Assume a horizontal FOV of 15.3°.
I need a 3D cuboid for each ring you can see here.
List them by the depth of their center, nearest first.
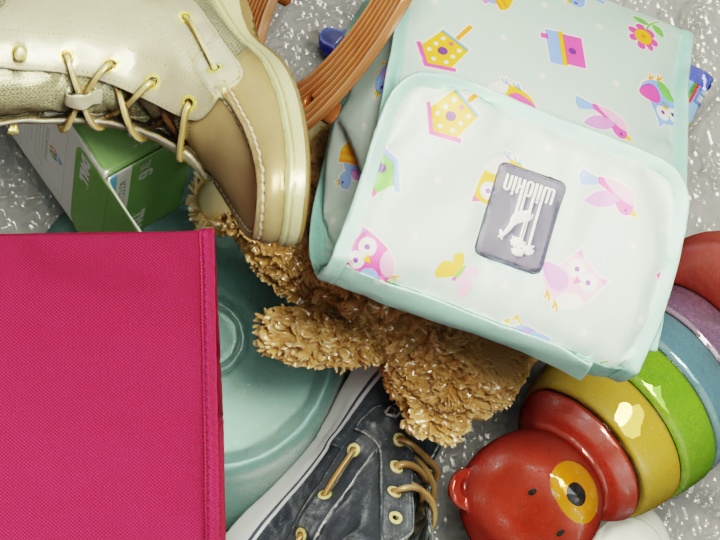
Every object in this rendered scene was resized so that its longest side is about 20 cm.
[{"bbox_3d":[-0.008,-0.143,1.318,0.019,0.200,0.201,28,74,-23],"label":"ring"}]

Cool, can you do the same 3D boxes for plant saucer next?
[{"bbox_3d":[-0.084,0.037,1.418,0.199,0.036,0.201,3,80,-16],"label":"plant saucer"}]

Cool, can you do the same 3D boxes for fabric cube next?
[{"bbox_3d":[-0.162,0.112,1.247,0.198,0.200,0.197,-1,58,-2],"label":"fabric cube"}]

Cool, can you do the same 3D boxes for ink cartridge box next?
[{"bbox_3d":[-0.134,-0.076,1.360,0.059,0.104,0.200,-30,76,-19],"label":"ink cartridge box"}]

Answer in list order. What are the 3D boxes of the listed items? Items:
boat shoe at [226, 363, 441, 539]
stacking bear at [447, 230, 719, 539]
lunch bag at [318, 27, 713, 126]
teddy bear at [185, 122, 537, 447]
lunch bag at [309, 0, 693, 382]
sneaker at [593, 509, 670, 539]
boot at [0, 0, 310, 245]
[{"bbox_3d":[0.017,0.113,1.398,0.200,0.091,0.071,-51,135,-13],"label":"boat shoe"},{"bbox_3d":[0.134,0.085,1.424,0.200,0.114,0.122,-38,105,-27],"label":"stacking bear"},{"bbox_3d":[0.065,-0.081,1.467,0.199,0.094,0.151,30,77,2],"label":"lunch bag"},{"bbox_3d":[0.000,0.000,1.365,0.199,0.067,0.145,29,55,-14],"label":"teddy bear"},{"bbox_3d":[0.069,-0.048,1.305,0.170,0.122,0.201,20,47,-12],"label":"lunch bag"},{"bbox_3d":[0.140,0.219,1.422,0.075,0.100,0.201,14,74,-11],"label":"sneaker"},{"bbox_3d":[-0.115,-0.079,1.241,0.154,0.072,0.200,-5,44,-23],"label":"boot"}]
